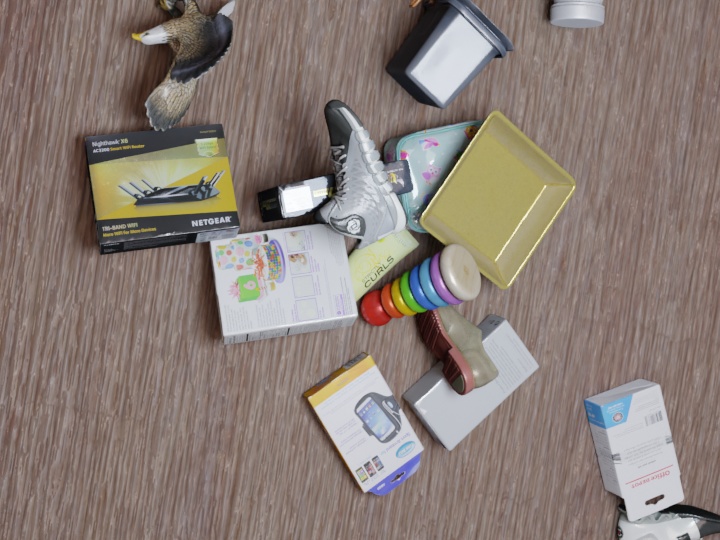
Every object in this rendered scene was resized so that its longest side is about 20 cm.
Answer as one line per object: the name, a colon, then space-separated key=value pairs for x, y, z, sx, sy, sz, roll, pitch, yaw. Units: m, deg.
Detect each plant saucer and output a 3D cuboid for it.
plant saucer: x=0.199 y=-0.106 z=1.645 sx=0.199 sy=0.048 sz=0.201 roll=35 pitch=89 yaw=-27

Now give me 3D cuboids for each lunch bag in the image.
lunch bag: x=0.141 y=-0.141 z=1.685 sx=0.197 sy=0.077 sz=0.163 roll=-12 pitch=96 yaw=-18

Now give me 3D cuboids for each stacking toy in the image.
stacking toy: x=0.079 y=0.035 z=1.633 sx=0.085 sy=0.198 sz=0.087 roll=30 pitch=47 yaw=-39

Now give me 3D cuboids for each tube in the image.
tube: x=0.000 y=0.000 z=1.672 sx=0.200 sy=0.052 sz=0.058 roll=-46 pitch=143 yaw=-15

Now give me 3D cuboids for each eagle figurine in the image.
eagle figurine: x=-0.241 y=-0.309 z=1.519 sx=0.149 sy=0.152 sz=0.203 roll=-18 pitch=71 yaw=8

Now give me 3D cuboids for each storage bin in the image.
storage bin: x=0.113 y=-0.323 z=1.613 sx=0.145 sy=0.200 sz=0.135 roll=41 pitch=92 yaw=-15

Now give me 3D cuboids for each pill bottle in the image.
pill bottle: x=0.341 y=-0.486 z=1.707 sx=0.110 sy=0.112 sz=0.204 roll=2 pitch=93 yaw=-17

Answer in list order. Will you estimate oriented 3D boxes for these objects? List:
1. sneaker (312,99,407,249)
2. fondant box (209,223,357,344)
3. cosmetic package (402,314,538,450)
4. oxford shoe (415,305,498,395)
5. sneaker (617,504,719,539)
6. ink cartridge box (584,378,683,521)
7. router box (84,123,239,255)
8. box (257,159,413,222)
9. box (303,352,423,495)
sneaker: x=-0.025 y=-0.119 z=1.478 sx=0.114 sy=0.075 sz=0.202 roll=-31 pitch=100 yaw=-11
fondant box: x=-0.113 y=0.018 z=1.599 sx=0.196 sy=0.058 sz=0.147 roll=-7 pitch=75 yaw=-11
cosmetic package: x=0.172 y=0.174 z=1.723 sx=0.199 sy=0.074 sz=0.102 roll=-40 pitch=103 yaw=-9
oxford shoe: x=0.142 y=0.095 z=1.676 sx=0.074 sy=0.071 sz=0.202 roll=-14 pitch=62 yaw=-22
sneaker: x=0.524 y=0.443 z=1.850 sx=0.196 sy=0.074 sz=0.090 roll=3 pitch=93 yaw=-7
ink cartridge box: x=0.453 y=0.296 z=1.817 sx=0.114 sy=0.067 sz=0.204 roll=-16 pitch=98 yaw=-15
router box: x=-0.279 y=-0.116 z=1.548 sx=0.196 sy=0.052 sz=0.160 roll=-8 pitch=75 yaw=-16
box: x=-0.039 y=-0.113 z=1.592 sx=0.197 sy=0.157 sz=0.052 roll=-12 pitch=94 yaw=-16
box: x=0.011 y=0.243 z=1.695 sx=0.118 sy=0.041 sz=0.202 roll=-32 pitch=105 yaw=-13
